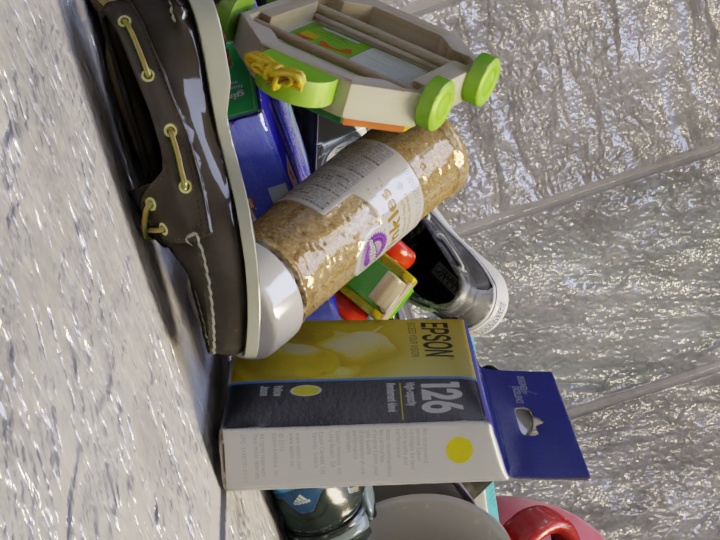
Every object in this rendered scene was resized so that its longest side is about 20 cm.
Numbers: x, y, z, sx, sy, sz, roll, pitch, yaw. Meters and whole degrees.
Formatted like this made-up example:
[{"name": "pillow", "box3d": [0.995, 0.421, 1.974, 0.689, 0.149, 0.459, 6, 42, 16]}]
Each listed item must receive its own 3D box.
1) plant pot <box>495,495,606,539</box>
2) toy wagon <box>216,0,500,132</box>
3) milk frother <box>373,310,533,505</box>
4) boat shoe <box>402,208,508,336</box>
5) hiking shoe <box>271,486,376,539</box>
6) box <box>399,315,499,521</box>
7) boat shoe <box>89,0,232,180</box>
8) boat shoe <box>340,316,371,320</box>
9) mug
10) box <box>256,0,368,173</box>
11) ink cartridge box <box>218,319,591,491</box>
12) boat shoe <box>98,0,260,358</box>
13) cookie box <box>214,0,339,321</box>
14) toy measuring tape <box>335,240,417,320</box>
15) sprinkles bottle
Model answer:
[{"name": "plant pot", "box3d": [0.117, 0.318, 1.663, 0.179, 0.199, 0.201, -79, 155, -49]}, {"name": "toy wagon", "box3d": [-0.013, -0.127, 1.214, 0.200, 0.155, 0.040, -33, 144, -58]}, {"name": "milk frother", "box3d": [0.003, 0.116, 1.417, 0.199, 0.181, 0.188, 28, 9, -5]}, {"name": "boat shoe", "box3d": [0.024, -0.023, 1.481, 0.068, 0.072, 0.200, 25, 16, -50]}, {"name": "hiking shoe", "box3d": [-0.024, 0.091, 1.294, 0.200, 0.074, 0.087, -95, 166, -57]}, {"name": "box", "box3d": [0.056, 0.137, 1.545, 0.049, 0.082, 0.201, -26, 109, -76]}, {"name": "boat shoe", "box3d": [-0.108, -0.119, 1.156, 0.072, 0.067, 0.201, 60, 12, -73]}, {"name": "boat shoe", "box3d": [-0.041, 0.005, 1.514, 0.201, 0.070, 0.072, 62, -4, -36]}, {"name": "mug", "box3d": [0.070, 0.254, 1.286, 0.134, 0.176, 0.201, -102, 178, -52]}, {"name": "box", "box3d": [-0.053, -0.172, 1.496, 0.200, 0.043, 0.161, 39, -49, 55]}, {"name": "ink cartridge box", "box3d": [0.022, 0.072, 1.164, 0.198, 0.199, 0.047, -96, -178, -76]}, {"name": "boat shoe", "box3d": [-0.095, -0.049, 1.079, 0.072, 0.060, 0.202, 158, -78, -75]}, {"name": "cookie box", "box3d": [-0.080, -0.079, 1.313, 0.200, 0.075, 0.172, -103, 175, -54]}, {"name": "toy measuring tape", "box3d": [0.000, 0.000, 1.338, 0.200, 0.073, 0.074, 34, 38, -87]}, {"name": "sprinkles bottle", "box3d": [-0.016, -0.027, 1.202, 0.200, 0.068, 0.069, -41, 122, -39]}]
